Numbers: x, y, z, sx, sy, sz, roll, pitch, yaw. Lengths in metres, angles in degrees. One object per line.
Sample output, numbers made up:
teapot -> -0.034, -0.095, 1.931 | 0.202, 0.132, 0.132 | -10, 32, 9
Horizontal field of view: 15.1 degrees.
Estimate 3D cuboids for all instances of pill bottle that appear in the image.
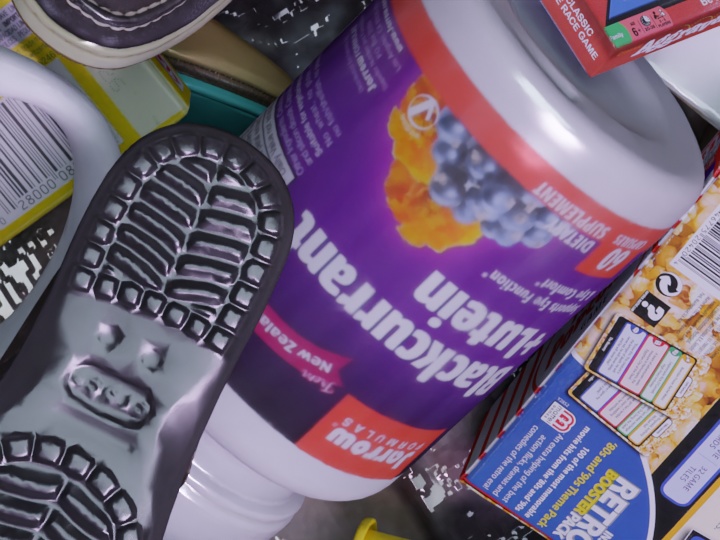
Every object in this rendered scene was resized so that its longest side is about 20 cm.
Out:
pill bottle -> 0.000, 0.000, 0.839 | 0.111, 0.111, 0.200 | 44, 112, -4

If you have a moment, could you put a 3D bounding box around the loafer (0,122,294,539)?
loafer -> -0.079, 0.054, 0.772 | 0.073, 0.071, 0.200 | 33, 89, 0

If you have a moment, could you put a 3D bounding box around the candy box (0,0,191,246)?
candy box -> -0.161, -0.035, 0.846 | 0.200, 0.026, 0.102 | -34, 105, 11

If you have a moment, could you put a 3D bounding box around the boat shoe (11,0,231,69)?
boat shoe -> -0.032, -0.144, 0.799 | 0.073, 0.065, 0.200 | 36, 63, -3

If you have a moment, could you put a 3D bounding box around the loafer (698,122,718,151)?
loafer -> 0.181, 0.028, 0.915 | 0.076, 0.067, 0.200 | -35, 93, -8

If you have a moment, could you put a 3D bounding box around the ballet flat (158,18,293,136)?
ballet flat -> -0.113, -0.083, 0.880 | 0.199, 0.069, 0.063 | 7, 69, -10

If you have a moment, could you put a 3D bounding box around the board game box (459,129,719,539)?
board game box -> 0.156, 0.065, 0.877 | 0.200, 0.046, 0.152 | 35, 123, -4

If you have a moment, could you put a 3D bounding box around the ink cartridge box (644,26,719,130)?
ink cartridge box -> 0.074, -0.140, 0.907 | 0.200, 0.067, 0.116 | 38, 82, -5

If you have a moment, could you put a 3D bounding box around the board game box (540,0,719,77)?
board game box -> 0.117, -0.133, 0.844 | 0.200, 0.019, 0.103 | -23, 75, -36

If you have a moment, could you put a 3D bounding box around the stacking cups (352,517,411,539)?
stacking cups -> 0.089, 0.134, 0.877 | 0.199, 0.061, 0.061 | 15, 85, 7

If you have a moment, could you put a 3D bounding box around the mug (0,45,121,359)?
mug -> -0.157, -0.014, 0.776 | 0.199, 0.148, 0.176 | 7, 112, -38
